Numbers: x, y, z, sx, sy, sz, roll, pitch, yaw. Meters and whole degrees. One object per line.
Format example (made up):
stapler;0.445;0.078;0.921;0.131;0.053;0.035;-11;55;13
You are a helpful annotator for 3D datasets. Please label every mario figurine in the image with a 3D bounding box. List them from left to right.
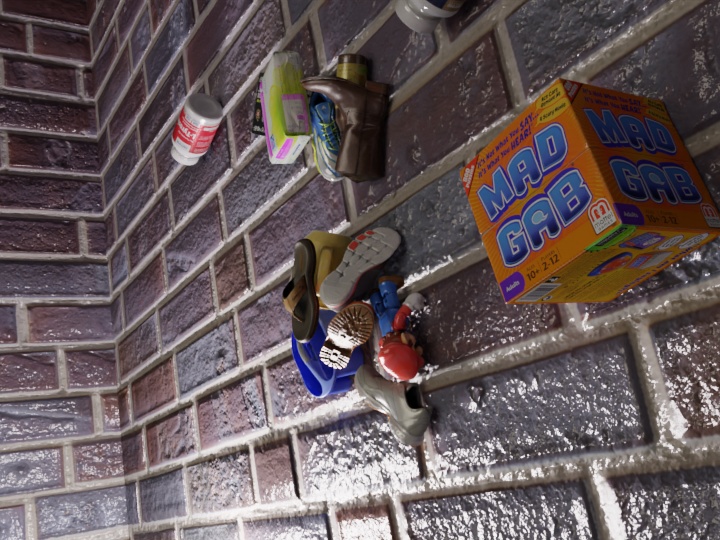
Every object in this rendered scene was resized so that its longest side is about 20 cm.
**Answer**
mario figurine;0.078;0.114;1.409;0.124;0.106;0.200;76;-177;-55

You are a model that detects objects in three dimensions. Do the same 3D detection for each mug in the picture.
mug;-0.062;0.001;1.546;0.186;0.149;0.154;9;89;57

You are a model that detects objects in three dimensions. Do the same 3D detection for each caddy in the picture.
caddy;-0.082;0.172;1.592;0.142;0.105;0.200;-60;43;35

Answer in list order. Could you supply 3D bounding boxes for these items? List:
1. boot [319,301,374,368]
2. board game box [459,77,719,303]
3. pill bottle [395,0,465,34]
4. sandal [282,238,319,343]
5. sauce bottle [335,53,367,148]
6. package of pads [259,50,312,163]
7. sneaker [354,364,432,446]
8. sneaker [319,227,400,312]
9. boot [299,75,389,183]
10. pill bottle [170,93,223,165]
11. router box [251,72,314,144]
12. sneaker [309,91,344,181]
boot;-0.016;0.097;1.442;0.107;0.075;0.200;-61;3;-37
board game box;0.287;-0.090;0.965;0.200;0.199;0.200;-44;54;47
pill bottle;0.143;-0.499;1.268;0.200;0.111;0.111;-47;52;45
sandal;-0.118;0.036;1.433;0.082;0.054;0.201;-8;79;54
sauce bottle;-0.020;-0.338;1.550;0.065;0.065;0.201;8;97;56
package of pads;-0.163;-0.350;1.626;0.154;0.068;0.201;142;120;-65
sneaker;0.068;0.229;1.412;0.200;0.076;0.092;45;118;38
sneaker;0.000;0.000;1.453;0.077;0.200;0.082;41;167;26
boot;-0.039;-0.278;1.498;0.064;0.186;0.201;-48;-35;-78
pill bottle;-0.480;-0.405;2.193;0.200;0.112;0.112;-53;48;41
router box;-0.183;-0.387;1.794;0.200;0.062;0.150;24;108;54
sneaker;-0.076;-0.289;1.587;0.105;0.075;0.201;67;-172;-67
